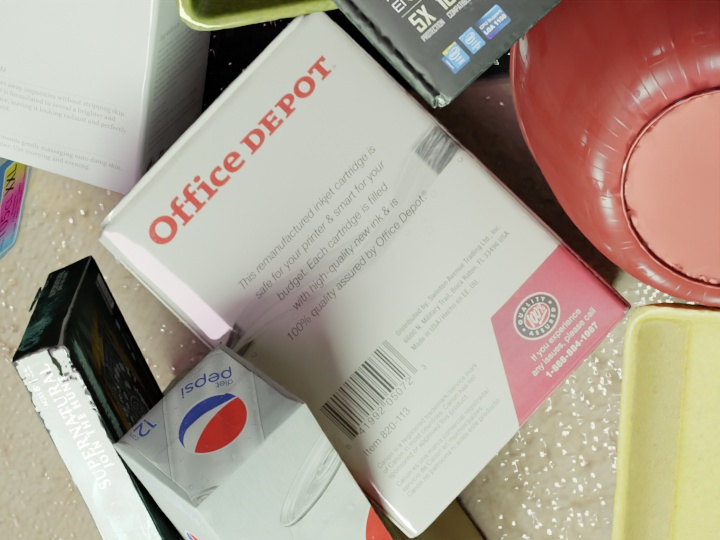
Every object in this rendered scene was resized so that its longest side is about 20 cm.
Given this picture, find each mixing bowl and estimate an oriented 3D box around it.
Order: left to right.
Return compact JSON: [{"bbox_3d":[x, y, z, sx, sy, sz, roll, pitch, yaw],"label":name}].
[{"bbox_3d":[0.158,-0.059,1.177,0.200,0.108,0.200,4,122,6],"label":"mixing bowl"}]

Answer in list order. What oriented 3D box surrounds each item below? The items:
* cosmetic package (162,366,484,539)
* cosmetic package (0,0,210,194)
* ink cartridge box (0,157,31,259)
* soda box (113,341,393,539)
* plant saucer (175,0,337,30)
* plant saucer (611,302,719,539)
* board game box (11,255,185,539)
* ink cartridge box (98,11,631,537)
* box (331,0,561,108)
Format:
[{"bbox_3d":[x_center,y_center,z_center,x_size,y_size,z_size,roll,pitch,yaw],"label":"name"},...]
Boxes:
[{"bbox_3d":[-0.014,0.128,1.379,0.105,0.071,0.200,-28,102,29],"label":"cosmetic package"},{"bbox_3d":[-0.127,-0.148,1.287,0.113,0.081,0.200,18,118,13],"label":"cosmetic package"},{"bbox_3d":[-0.262,-0.019,1.330,0.136,0.200,0.076,20,120,12],"label":"ink cartridge box"},{"bbox_3d":[-0.029,0.124,1.242,0.063,0.068,0.200,33,161,42],"label":"soda box"},{"bbox_3d":[0.004,-0.218,1.190,0.200,0.048,0.200,-10,113,-2],"label":"plant saucer"},{"bbox_3d":[0.216,0.095,1.266,0.200,0.048,0.200,5,122,7],"label":"plant saucer"},{"bbox_3d":[-0.097,0.102,1.279,0.028,0.135,0.200,-24,104,8],"label":"board game box"},{"bbox_3d":[0.000,0.000,1.273,0.200,0.083,0.147,44,87,-2],"label":"ink cartridge box"},{"bbox_3d":[0.049,-0.195,1.119,0.200,0.086,0.164,-41,100,10],"label":"box"}]
